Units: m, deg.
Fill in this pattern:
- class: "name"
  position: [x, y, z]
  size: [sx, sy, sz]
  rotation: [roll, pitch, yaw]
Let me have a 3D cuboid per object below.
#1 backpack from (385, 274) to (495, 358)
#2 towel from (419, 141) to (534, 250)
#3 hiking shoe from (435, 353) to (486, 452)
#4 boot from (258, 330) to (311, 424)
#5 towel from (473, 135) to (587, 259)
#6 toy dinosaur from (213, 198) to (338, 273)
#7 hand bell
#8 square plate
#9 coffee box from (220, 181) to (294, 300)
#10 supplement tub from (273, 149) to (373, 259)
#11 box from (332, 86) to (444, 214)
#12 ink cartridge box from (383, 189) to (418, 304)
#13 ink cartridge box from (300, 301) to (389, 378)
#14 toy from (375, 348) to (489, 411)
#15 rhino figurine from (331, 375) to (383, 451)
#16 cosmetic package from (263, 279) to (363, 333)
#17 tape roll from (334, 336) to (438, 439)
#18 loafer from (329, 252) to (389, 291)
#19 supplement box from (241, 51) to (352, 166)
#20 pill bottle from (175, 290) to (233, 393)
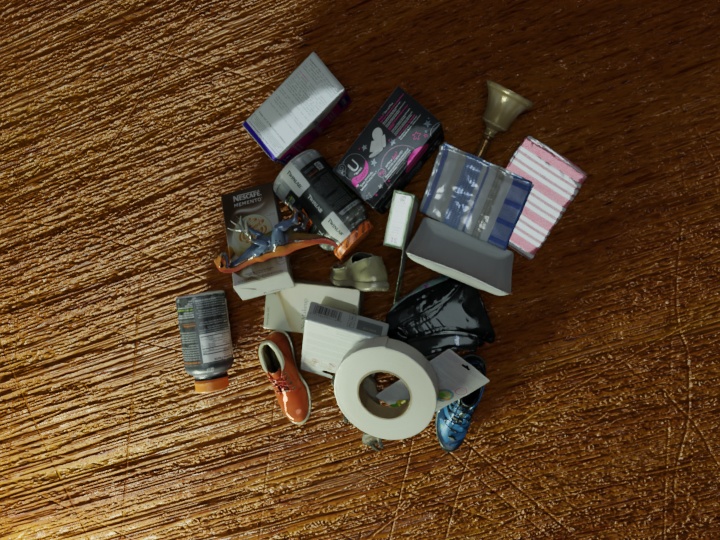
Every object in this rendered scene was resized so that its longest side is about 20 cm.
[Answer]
- class: "backpack"
  position: [0.148, 0.099, 1.127]
  size: [0.196, 0.126, 0.171]
  rotation: [-23, 77, 10]
- class: "towel"
  position: [0.221, -0.144, 1.127]
  size: [0.197, 0.024, 0.150]
  rotation: [27, 114, 15]
- class: "hiking shoe"
  position: [0.195, 0.267, 1.145]
  size: [0.073, 0.087, 0.205]
  rotation: [16, 95, 8]
- class: "boot"
  position: [-0.160, 0.229, 1.191]
  size: [0.073, 0.107, 0.205]
  rotation: [-19, 91, 7]
- class: "towel"
  position: [0.332, -0.143, 1.140]
  size: [0.145, 0.030, 0.203]
  rotation: [34, 100, 7]
- class: "toy dinosaur"
  position: [-0.174, -0.045, 1.062]
  size: [0.199, 0.105, 0.183]
  rotation: [40, 93, 6]
- class: "hand bell"
  position: [0.246, -0.253, 1.131]
  size: [0.102, 0.104, 0.203]
  rotation: [28, 109, 7]
- class: "square plate"
  position: [0.191, -0.026, 1.088]
  size: [0.196, 0.199, 0.029]
  rotation: [23, 117, 7]
- class: "coffee box"
  position: [-0.207, -0.059, 1.157]
  size: [0.111, 0.080, 0.205]
  rotation: [-14, 68, -1]
- class: "supplement tub"
  position: [-0.071, -0.130, 1.153]
  size: [0.122, 0.122, 0.201]
  rotation: [-42, 85, 8]
- class: "box"
  position: [0.057, -0.229, 1.125]
  size: [0.114, 0.132, 0.201]
  rotation: [42, 97, 8]
- class: "ink cartridge box"
  position: [0.071, -0.046, 1.122]
  size: [0.047, 0.145, 0.206]
  rotation: [13, 95, 7]
- class: "ink cartridge box"
  position: [-0.036, 0.154, 1.148]
  size: [0.156, 0.202, 0.048]
  rotation: [15, 53, 2]
- class: "toy"
  position: [0.135, 0.213, 1.109]
  size: [0.114, 0.048, 0.199]
  rotation: [36, 122, -22]
- class: "rhino figurine"
  position: [0.011, 0.291, 1.171]
  size: [0.085, 0.060, 0.204]
  rotation: [-6, 114, 26]
- class: "cosmetic package"
  position: [-0.094, 0.076, 1.191]
  size: [0.194, 0.073, 0.107]
  rotation: [5, 93, 8]
- class: "tape roll"
  position: [0.048, 0.221, 1.072]
  size: [0.197, 0.037, 0.208]
  rotation: [6, 116, 13]
- class: "loafer"
  position: [0.000, 0.000, 1.123]
  size: [0.074, 0.199, 0.070]
  rotation: [4, 92, -28]
- class: "supplement box"
  position: [-0.124, -0.320, 1.165]
  size: [0.200, 0.101, 0.104]
  rotation: [-44, 86, 8]
- class: "pill bottle"
  position: [-0.324, 0.149, 1.212]
  size: [0.103, 0.106, 0.206]
  rotation: [-7, 91, 9]
